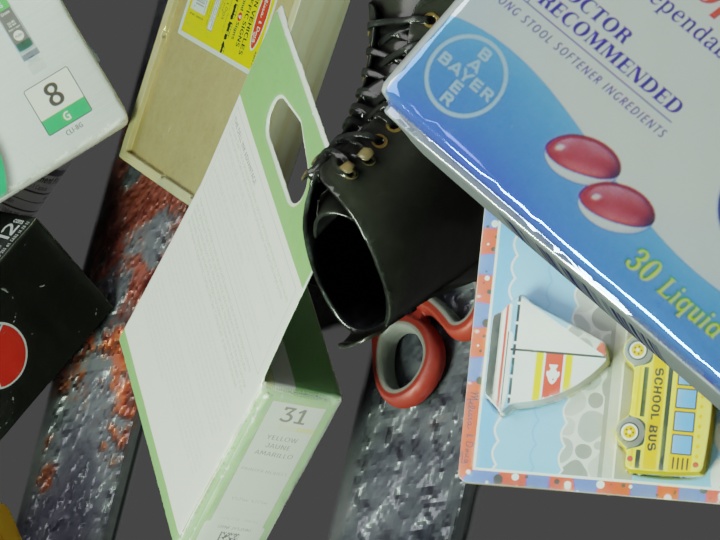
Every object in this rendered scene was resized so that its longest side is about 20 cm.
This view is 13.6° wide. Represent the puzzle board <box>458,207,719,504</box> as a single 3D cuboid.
[{"bbox_3d":[0.118,-0.015,1.113,0.150,0.017,0.202,4,78,11],"label":"puzzle board"}]

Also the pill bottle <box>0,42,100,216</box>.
[{"bbox_3d":[-0.225,-0.051,1.598,0.201,0.112,0.112,-55,35,9],"label":"pill bottle"}]

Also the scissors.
[{"bbox_3d":[0.000,0.000,1.368,0.073,0.014,0.200,-59,34,6],"label":"scissors"}]

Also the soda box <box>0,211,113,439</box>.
[{"bbox_3d":[-0.217,0.065,1.497,0.200,0.071,0.063,-50,31,-19],"label":"soda box"}]

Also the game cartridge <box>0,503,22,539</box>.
[{"bbox_3d":[-0.209,0.234,1.414,0.200,0.032,0.177,-45,52,22],"label":"game cartridge"}]

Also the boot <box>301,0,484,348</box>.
[{"bbox_3d":[0.015,-0.081,1.207,0.077,0.201,0.138,-13,12,47],"label":"boot"}]

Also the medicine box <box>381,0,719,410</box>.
[{"bbox_3d":[0.142,-0.069,1.057,0.182,0.103,0.200,41,90,17],"label":"medicine box"}]

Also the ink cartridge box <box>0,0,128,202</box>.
[{"bbox_3d":[-0.233,-0.118,1.504,0.160,0.201,0.050,-32,8,-11],"label":"ink cartridge box"}]

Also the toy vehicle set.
[{"bbox_3d":[-0.052,-0.128,1.466,0.124,0.026,0.201,35,109,55],"label":"toy vehicle set"}]

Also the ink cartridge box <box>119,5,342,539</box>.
[{"bbox_3d":[-0.042,0.007,1.336,0.201,0.048,0.146,-61,30,31],"label":"ink cartridge box"}]
